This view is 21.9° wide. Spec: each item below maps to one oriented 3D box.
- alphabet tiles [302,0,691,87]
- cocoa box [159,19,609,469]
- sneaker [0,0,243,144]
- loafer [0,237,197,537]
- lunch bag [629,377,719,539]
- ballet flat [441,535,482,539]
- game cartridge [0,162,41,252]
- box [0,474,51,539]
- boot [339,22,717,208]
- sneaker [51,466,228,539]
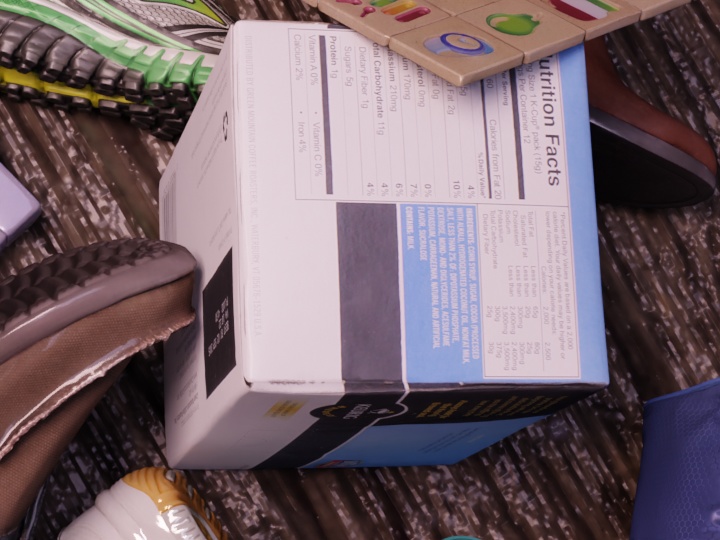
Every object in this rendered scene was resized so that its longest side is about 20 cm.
[{"bbox_3d":[0.019,-0.132,0.711,0.200,0.008,0.167,33,39,33],"label":"alphabet tiles"},{"bbox_3d":[0.000,0.000,0.719,0.130,0.200,0.134,0,76,-13],"label":"cocoa box"},{"bbox_3d":[-0.083,-0.106,0.788,0.199,0.078,0.086,15,74,-9],"label":"sneaker"},{"bbox_3d":[-0.139,0.058,0.675,0.199,0.073,0.071,-32,107,-5],"label":"loafer"},{"bbox_3d":[0.210,0.133,0.773,0.199,0.136,0.133,15,75,-11],"label":"lunch bag"},{"bbox_3d":[0.033,0.191,0.734,0.067,0.071,0.200,6,32,-1],"label":"ballet flat"},{"bbox_3d":[-0.243,-0.056,0.764,0.200,0.038,0.130,45,76,0],"label":"game cartridge"},{"bbox_3d":[-0.223,0.084,0.711,0.199,0.048,0.194,17,85,-10],"label":"box"},{"bbox_3d":[0.108,-0.144,0.857,0.188,0.069,0.201,25,68,7],"label":"boot"},{"bbox_3d":[-0.059,0.180,0.743,0.087,0.076,0.200,-34,86,0],"label":"sneaker"}]
